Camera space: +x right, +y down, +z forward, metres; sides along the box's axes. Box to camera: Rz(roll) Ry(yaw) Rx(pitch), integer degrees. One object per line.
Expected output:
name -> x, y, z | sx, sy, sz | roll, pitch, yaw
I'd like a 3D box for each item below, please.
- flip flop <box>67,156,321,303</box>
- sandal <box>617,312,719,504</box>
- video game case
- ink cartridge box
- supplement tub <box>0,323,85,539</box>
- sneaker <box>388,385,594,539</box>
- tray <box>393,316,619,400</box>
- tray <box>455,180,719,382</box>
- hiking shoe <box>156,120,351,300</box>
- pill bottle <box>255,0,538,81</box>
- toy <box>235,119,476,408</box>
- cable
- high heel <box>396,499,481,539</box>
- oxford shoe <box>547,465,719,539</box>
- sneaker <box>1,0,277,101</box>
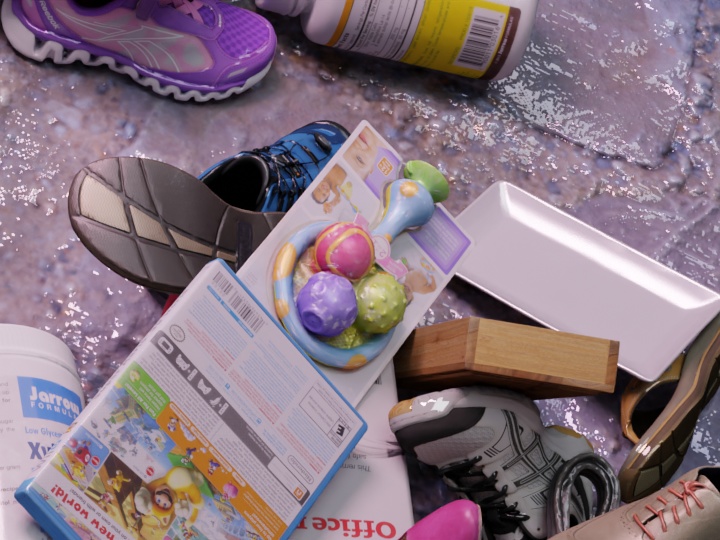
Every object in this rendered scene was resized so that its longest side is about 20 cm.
flip flop -> -0.098, -0.014, 1.410 | 0.199, 0.057, 0.082 | 14, 70, -31
sandal -> 0.213, 0.088, 1.553 | 0.054, 0.081, 0.200 | 22, 48, 15
video game case -> -0.093, 0.110, 1.298 | 0.143, 0.018, 0.200 | 49, 53, -15
ink cartridge box -> -0.051, 0.113, 1.422 | 0.144, 0.085, 0.201 | 5, 54, -18
supplement tub -> -0.215, 0.148, 1.307 | 0.131, 0.132, 0.201 | -2, 59, -22
sneaker -> 0.093, 0.135, 1.427 | 0.199, 0.075, 0.088 | 26, 56, -46
tray -> 0.084, 0.061, 1.444 | 0.098, 0.200, 0.037 | 9, 82, -14
tray -> 0.149, 0.010, 1.578 | 0.199, 0.022, 0.107 | 30, 50, 24
hiking shoe -> -0.063, -0.051, 1.529 | 0.074, 0.087, 0.200 | 42, 53, 10
pill bottle -> 0.026, -0.212, 1.660 | 0.198, 0.109, 0.110 | 12, 54, -14
toy -> 0.000, 0.000, 1.410 | 0.115, 0.047, 0.200 | 47, 50, -13
cable -> 0.121, 0.201, 1.370 | 0.097, 0.050, 0.200 | 37, 63, 4
high heel -> -0.003, 0.188, 1.318 | 0.095, 0.200, 0.068 | 17, 52, -17
oxford shoe -> 0.184, 0.153, 1.354 | 0.199, 0.075, 0.071 | -15, 45, -25
sneaker -> -0.151, -0.184, 1.586 | 0.199, 0.089, 0.081 | 11, 53, -15
